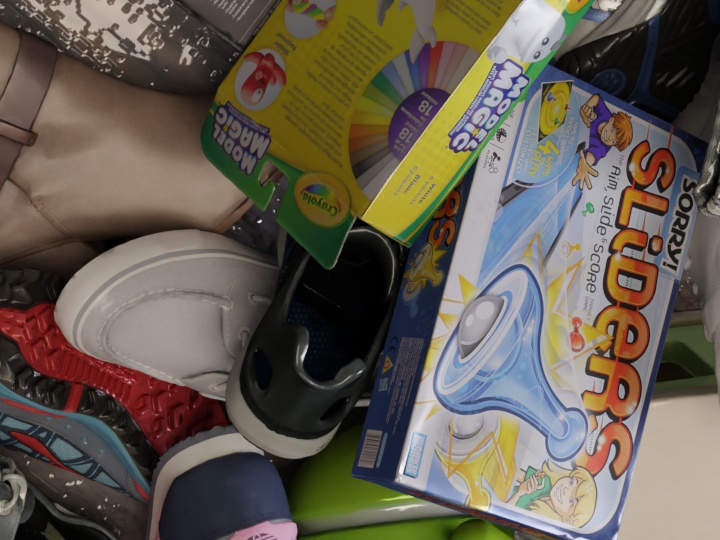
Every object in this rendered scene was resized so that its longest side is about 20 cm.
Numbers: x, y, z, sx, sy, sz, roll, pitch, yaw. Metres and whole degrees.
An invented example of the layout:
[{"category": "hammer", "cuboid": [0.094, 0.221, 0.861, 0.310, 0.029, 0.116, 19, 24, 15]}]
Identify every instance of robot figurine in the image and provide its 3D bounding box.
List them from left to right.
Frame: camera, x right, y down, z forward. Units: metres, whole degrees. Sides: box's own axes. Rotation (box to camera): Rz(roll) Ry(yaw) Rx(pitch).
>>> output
[{"category": "robot figurine", "cuboid": [0.022, 0.165, 1.171, 0.116, 0.175, 0.200, 0, 77, -34]}]

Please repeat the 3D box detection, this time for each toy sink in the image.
[{"category": "toy sink", "cuboid": [0.187, 0.083, 1.201, 0.200, 0.130, 0.112, -5, 107, -10]}]

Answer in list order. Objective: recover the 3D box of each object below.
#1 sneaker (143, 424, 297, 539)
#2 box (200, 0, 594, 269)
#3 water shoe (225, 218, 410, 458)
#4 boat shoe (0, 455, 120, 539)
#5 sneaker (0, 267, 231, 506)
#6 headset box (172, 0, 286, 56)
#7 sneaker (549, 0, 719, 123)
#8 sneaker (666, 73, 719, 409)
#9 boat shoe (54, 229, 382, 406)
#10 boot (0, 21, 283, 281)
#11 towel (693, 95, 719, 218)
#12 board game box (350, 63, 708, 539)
[{"category": "sneaker", "cuboid": [-0.066, 0.155, 1.143, 0.070, 0.082, 0.200, -18, 150, -12]}, {"category": "box", "cuboid": [0.021, -0.102, 1.035, 0.200, 0.117, 0.048, -52, 141, 6]}, {"category": "water shoe", "cuboid": [0.000, 0.000, 1.081, 0.071, 0.200, 0.079, 29, 135, -12]}, {"category": "boat shoe", "cuboid": [-0.179, 0.106, 1.132, 0.062, 0.073, 0.200, -18, 134, 21]}, {"category": "sneaker", "cuboid": [-0.141, 0.059, 1.158, 0.200, 0.096, 0.079, 42, 56, -39]}, {"category": "headset box", "cuboid": [-0.085, -0.229, 1.065, 0.200, 0.093, 0.174, 34, 97, -19]}, {"category": "sneaker", "cuboid": [0.131, -0.127, 1.121, 0.076, 0.077, 0.200, 24, 115, -43]}, {"category": "sneaker", "cuboid": [0.175, -0.003, 1.134, 0.074, 0.116, 0.200, 22, 70, -40]}, {"category": "boat shoe", "cuboid": [-0.055, 0.034, 1.119, 0.200, 0.069, 0.072, 17, 115, -50]}, {"category": "boot", "cuboid": [-0.126, -0.068, 1.112, 0.200, 0.070, 0.146, -43, 117, 9]}, {"category": "towel", "cuboid": [0.248, -0.103, 1.083, 0.193, 0.035, 0.200, 14, 89, -34]}, {"category": "board game box", "cuboid": [0.080, 0.015, 1.066, 0.135, 0.034, 0.200, 21, 79, -35]}]
